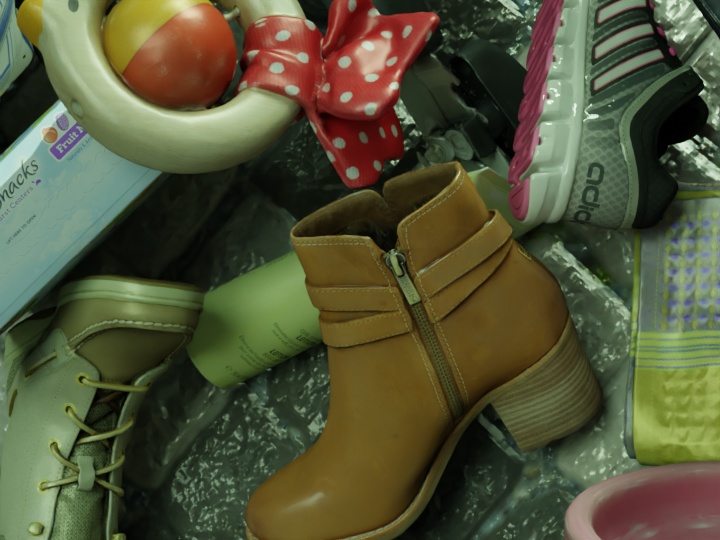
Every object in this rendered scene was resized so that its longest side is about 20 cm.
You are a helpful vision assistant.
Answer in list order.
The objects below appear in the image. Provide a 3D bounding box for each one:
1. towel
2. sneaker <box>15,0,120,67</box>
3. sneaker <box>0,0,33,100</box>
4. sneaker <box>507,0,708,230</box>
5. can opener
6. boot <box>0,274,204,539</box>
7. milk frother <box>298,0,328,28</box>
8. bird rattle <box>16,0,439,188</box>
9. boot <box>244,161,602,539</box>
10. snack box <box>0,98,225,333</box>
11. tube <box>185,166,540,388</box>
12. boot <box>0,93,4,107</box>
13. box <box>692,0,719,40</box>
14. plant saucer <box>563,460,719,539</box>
[{"bbox_3d":[0.217,0.024,1.290,0.199,0.023,0.144,0,73,29],"label":"towel"},{"bbox_3d":[-0.185,-0.187,1.565,0.079,0.075,0.201,-36,57,36],"label":"sneaker"},{"bbox_3d":[-0.217,-0.100,1.485,0.075,0.088,0.201,32,118,41],"label":"sneaker"},{"bbox_3d":[0.130,-0.098,1.350,0.087,0.074,0.201,17,56,-6],"label":"sneaker"},{"bbox_3d":[0.023,-0.124,1.370,0.066,0.200,0.053,-44,18,-28],"label":"can opener"},{"bbox_3d":[-0.138,0.090,1.394,0.200,0.072,0.156,-29,53,60],"label":"boot"},{"bbox_3d":[-0.051,-0.265,1.429,0.181,0.200,0.188,-50,58,2],"label":"milk frother"},{"bbox_3d":[-0.071,-0.108,1.303,0.163,0.113,0.200,-35,87,-27],"label":"bird rattle"},{"bbox_3d":[0.003,0.045,1.313,0.199,0.156,0.077,-24,32,15],"label":"boot"},{"bbox_3d":[-0.157,-0.038,1.414,0.169,0.200,0.068,-43,95,9],"label":"snack box"},{"bbox_3d":[0.000,0.000,1.392,0.199,0.058,0.052,-26,104,23],"label":"tube"},{"bbox_3d":[-0.243,-0.062,1.560,0.075,0.073,0.201,-160,84,-71],"label":"boot"},{"bbox_3d":[0.254,-0.151,1.257,0.200,0.123,0.199,-35,57,9],"label":"box"},{"bbox_3d":[0.186,0.135,1.182,0.200,0.200,0.051,11,105,31],"label":"plant saucer"}]
